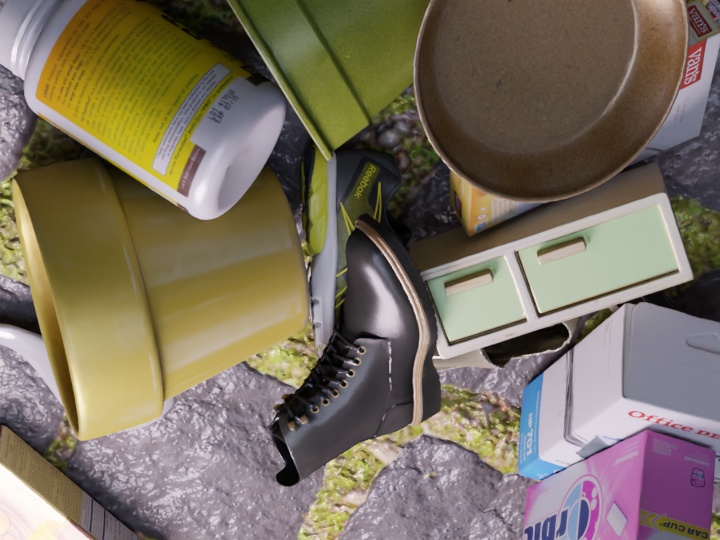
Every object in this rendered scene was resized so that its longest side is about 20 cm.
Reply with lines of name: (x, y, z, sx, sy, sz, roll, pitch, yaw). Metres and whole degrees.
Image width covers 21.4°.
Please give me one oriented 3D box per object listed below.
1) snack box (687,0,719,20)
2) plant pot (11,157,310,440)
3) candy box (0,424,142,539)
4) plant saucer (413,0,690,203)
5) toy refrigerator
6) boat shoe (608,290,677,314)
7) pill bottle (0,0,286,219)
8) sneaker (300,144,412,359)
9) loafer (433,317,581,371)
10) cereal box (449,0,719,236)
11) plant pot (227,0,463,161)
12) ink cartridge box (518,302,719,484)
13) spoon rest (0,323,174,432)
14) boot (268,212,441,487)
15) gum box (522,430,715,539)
snack box: (0.153, -0.168, 1.367, 0.199, 0.053, 0.142, -36, 152, 17)
plant pot: (-0.145, 0.005, 1.420, 0.187, 0.201, 0.202, -14, 124, -15)
candy box: (-0.275, 0.235, 1.622, 0.115, 0.055, 0.200, -36, 119, 17)
plant saucer: (0.122, -0.145, 1.263, 0.199, 0.035, 0.202, -8, 113, -18)
toy refrigerator: (0.142, -0.006, 1.428, 0.199, 0.070, 0.076, -18, 112, 10)
boat shoe: (0.205, -0.017, 1.495, 0.063, 0.073, 0.200, -34, 114, 19)
pill bottle: (-0.158, -0.130, 1.338, 0.199, 0.109, 0.110, 33, 118, 9)
sneaker: (0.000, 0.000, 1.474, 0.084, 0.075, 0.202, -5, 114, -4)
loafer: (0.085, 0.044, 1.521, 0.199, 0.068, 0.076, -17, 122, 10)
cereal box: (0.160, -0.108, 1.377, 0.199, 0.040, 0.144, -24, 155, -9)
plant pot: (0.005, -0.210, 1.299, 0.192, 0.201, 0.201, -32, 120, 2)
ink cartridge box: (0.230, 0.112, 1.518, 0.145, 0.087, 0.200, 15, 155, -13)
spoon rest: (-0.245, 0.084, 1.524, 0.198, 0.061, 0.099, 12, 155, -15)
boot: (-0.015, 0.068, 1.417, 0.138, 0.077, 0.201, -29, 131, -18)
gum box: (0.195, 0.211, 1.500, 0.066, 0.114, 0.200, 17, 154, -19)
